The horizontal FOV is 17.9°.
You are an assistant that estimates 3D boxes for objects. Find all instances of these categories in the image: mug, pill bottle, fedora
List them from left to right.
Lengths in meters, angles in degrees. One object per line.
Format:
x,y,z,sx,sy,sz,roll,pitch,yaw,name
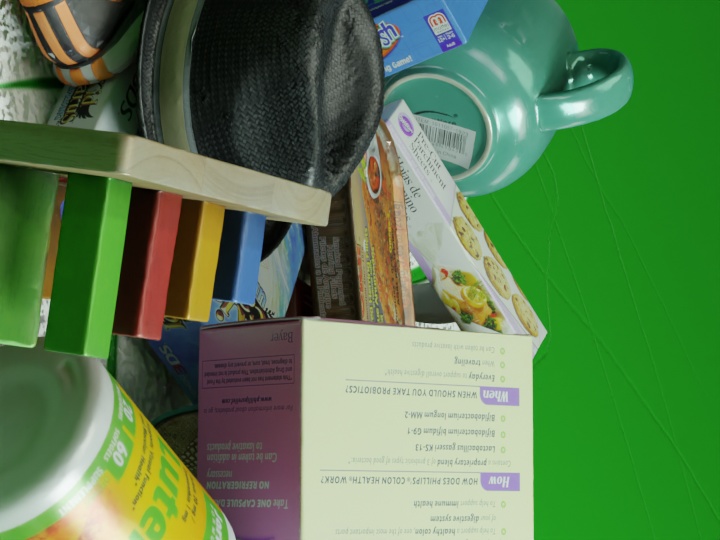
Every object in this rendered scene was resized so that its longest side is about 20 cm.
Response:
-0.129,0.135,1.147,0.200,0.110,0.112,56,33,-41,pill bottle
-0.045,-0.104,1.299,0.200,0.091,0.202,10,78,-59,fedora
0.082,-0.136,1.634,0.152,0.184,0.115,50,38,-14,mug

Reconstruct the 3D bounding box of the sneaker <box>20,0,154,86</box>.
-0.144,-0.207,1.302,0.201,0.077,0.112,-73,145,-46,sneaker

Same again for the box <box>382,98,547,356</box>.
0.059,-0.021,1.568,0.201,0.039,0.041,58,33,-15,box

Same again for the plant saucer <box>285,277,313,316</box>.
-0.019,0.105,1.491,0.200,0.036,0.201,35,49,-56,plant saucer

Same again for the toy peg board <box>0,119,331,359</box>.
-0.149,-0.012,1.092,0.199,0.199,0.099,13,85,-64,toy peg board

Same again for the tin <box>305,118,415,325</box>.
0.000,0.000,1.463,0.112,0.042,0.202,-4,90,-76,tin

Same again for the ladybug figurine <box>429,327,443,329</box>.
0.070,0.129,1.572,0.136,0.071,0.201,-96,-178,-55,ladybug figurine

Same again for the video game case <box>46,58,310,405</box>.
-0.103,-0.049,1.349,0.201,0.045,0.182,57,33,-33,video game case

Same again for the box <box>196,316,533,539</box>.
0.004,0.132,1.286,0.175,0.096,0.202,5,82,-41,box

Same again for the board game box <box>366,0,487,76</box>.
0.024,-0.190,1.566,0.045,0.151,0.200,58,30,-20,board game box

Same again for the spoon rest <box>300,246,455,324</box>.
-0.007,-0.020,1.563,0.200,0.060,0.100,38,43,-37,spoon rest

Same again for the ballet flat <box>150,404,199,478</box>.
-0.041,0.114,1.348,0.199,0.070,0.066,1,61,-44,ballet flat
